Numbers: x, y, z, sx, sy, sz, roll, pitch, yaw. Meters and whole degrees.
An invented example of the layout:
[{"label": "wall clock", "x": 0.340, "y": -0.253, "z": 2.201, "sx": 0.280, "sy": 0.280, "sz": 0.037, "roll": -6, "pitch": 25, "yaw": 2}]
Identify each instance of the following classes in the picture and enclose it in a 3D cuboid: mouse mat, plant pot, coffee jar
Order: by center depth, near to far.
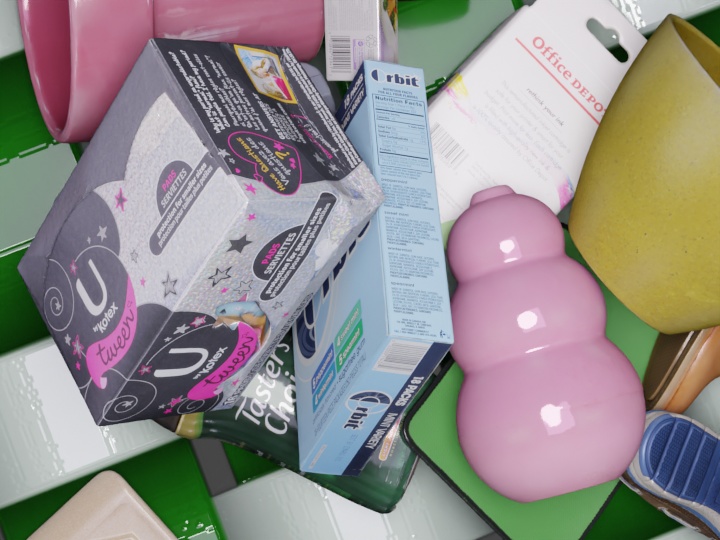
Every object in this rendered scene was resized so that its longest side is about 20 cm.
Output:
[{"label": "plant pot", "x": 0.217, "y": -0.044, "z": 1.110, "sx": 0.200, "sy": 0.200, "sz": 0.142, "roll": 45, "pitch": 109, "yaw": -4}, {"label": "plant pot", "x": -0.123, "y": -0.191, "z": 1.124, "sx": 0.177, "sy": 0.200, "sz": 0.202, "roll": -7, "pitch": 92, "yaw": -19}, {"label": "coffee jar", "x": -0.052, "y": 0.085, "z": 1.177, "sx": 0.198, "sy": 0.085, "sz": 0.105, "roll": 21, "pitch": 87, "yaw": -4}, {"label": "mouse mat", "x": 0.134, "y": 0.088, "z": 1.187, "sx": 0.161, "sy": 0.008, "sz": 0.200, "roll": 45, "pitch": 68, "yaw": -16}]

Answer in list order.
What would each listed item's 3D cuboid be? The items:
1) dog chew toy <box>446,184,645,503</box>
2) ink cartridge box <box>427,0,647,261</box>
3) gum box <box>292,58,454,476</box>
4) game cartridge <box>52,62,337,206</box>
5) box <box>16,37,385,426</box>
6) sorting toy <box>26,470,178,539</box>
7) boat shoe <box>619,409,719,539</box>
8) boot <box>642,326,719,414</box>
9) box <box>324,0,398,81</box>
[{"label": "dog chew toy", "x": 0.109, "y": 0.044, "z": 1.115, "sx": 0.123, "sy": 0.125, "sz": 0.202, "roll": -15, "pitch": 83, "yaw": -4}, {"label": "ink cartridge box", "x": 0.110, "y": -0.100, "z": 1.194, "sx": 0.117, "sy": 0.067, "sz": 0.200, "roll": 45, "pitch": 89, "yaw": -5}, {"label": "gum box", "x": 0.000, "y": 0.000, "z": 1.081, "sx": 0.044, "sy": 0.170, "sz": 0.202, "roll": 8, "pitch": 55, "yaw": -17}, {"label": "game cartridge", "x": -0.103, "y": -0.060, "z": 1.148, "sx": 0.199, "sy": 0.133, "sz": 0.041, "roll": -29, "pitch": 68, "yaw": -4}, {"label": "box", "x": -0.101, "y": -0.020, "z": 1.032, "sx": 0.200, "sy": 0.114, "sz": 0.133, "roll": -53, "pitch": 57, "yaw": 35}, {"label": "sorting toy", "x": -0.176, "y": 0.271, "z": 1.201, "sx": 0.185, "sy": 0.036, "sz": 0.200, "roll": -42, "pitch": 89, "yaw": -2}, {"label": "boat shoe", "x": 0.242, "y": 0.147, "z": 1.201, "sx": 0.199, "sy": 0.072, "sz": 0.073, "roll": 36, "pitch": 76, "yaw": -30}, {"label": "boot", "x": 0.299, "y": 0.056, "z": 1.210, "sx": 0.155, "sy": 0.077, "sz": 0.201, "roll": 38, "pitch": 74, "yaw": -9}, {"label": "box", "x": -0.001, "y": -0.221, "z": 1.087, "sx": 0.041, "sy": 0.039, "sz": 0.202, "roll": 2, "pitch": 103, "yaw": 20}]
